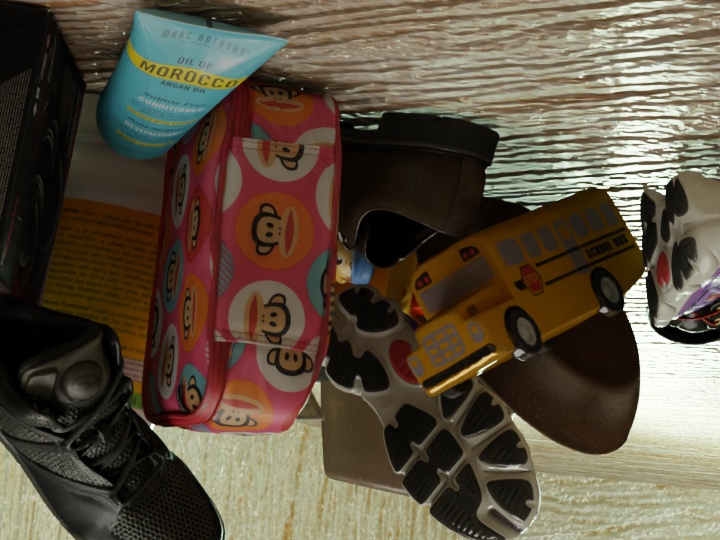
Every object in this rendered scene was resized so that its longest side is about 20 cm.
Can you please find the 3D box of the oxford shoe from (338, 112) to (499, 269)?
[{"bbox_3d":[-0.003,-0.045,1.379,0.073,0.085,0.200,14,173,-33],"label":"oxford shoe"}]

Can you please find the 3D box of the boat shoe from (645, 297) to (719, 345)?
[{"bbox_3d":[0.234,0.012,1.560,0.074,0.063,0.201,13,171,2],"label":"boat shoe"}]

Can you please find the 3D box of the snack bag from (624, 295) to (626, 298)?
[{"bbox_3d":[0.074,-0.009,1.758,0.200,0.021,0.188,4,171,37],"label":"snack bag"}]

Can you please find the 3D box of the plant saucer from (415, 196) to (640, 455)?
[{"bbox_3d":[0.118,0.025,1.495,0.037,0.201,0.200,-40,143,27],"label":"plant saucer"}]

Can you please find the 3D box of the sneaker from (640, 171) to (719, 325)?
[{"bbox_3d":[0.209,-0.012,1.332,0.083,0.081,0.200,-3,177,-4],"label":"sneaker"}]

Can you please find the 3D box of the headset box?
[{"bbox_3d":[-0.212,-0.059,1.314,0.077,0.149,0.200,10,171,2],"label":"headset box"}]

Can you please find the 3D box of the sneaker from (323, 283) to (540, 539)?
[{"bbox_3d":[0.054,0.083,1.411,0.083,0.081,0.200,20,-153,-51],"label":"sneaker"}]

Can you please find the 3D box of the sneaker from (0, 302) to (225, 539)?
[{"bbox_3d":[-0.147,0.094,1.295,0.199,0.076,0.114,49,158,-6],"label":"sneaker"}]

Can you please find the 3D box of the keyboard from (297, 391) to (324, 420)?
[{"bbox_3d":[-0.085,0.022,1.653,0.011,0.200,0.056,-36,159,21],"label":"keyboard"}]

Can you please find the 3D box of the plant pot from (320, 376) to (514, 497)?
[{"bbox_3d":[0.042,0.081,1.736,0.200,0.175,0.200,13,175,1],"label":"plant pot"}]

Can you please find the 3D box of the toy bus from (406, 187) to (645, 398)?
[{"bbox_3d":[0.095,0.011,1.370,0.065,0.078,0.200,-31,175,35],"label":"toy bus"}]

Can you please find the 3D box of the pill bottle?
[{"bbox_3d":[-0.166,-0.004,1.453,0.111,0.200,0.111,10,173,1],"label":"pill bottle"}]

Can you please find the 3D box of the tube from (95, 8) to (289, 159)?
[{"bbox_3d":[-0.099,-0.105,1.238,0.077,0.050,0.200,5,168,-15],"label":"tube"}]

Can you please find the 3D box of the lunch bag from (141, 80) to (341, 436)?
[{"bbox_3d":[-0.073,-0.005,1.342,0.082,0.200,0.176,8,173,-17],"label":"lunch bag"}]

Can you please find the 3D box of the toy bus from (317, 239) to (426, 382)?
[{"bbox_3d":[0.000,0.000,1.538,0.192,0.136,0.200,2,168,19],"label":"toy bus"}]
